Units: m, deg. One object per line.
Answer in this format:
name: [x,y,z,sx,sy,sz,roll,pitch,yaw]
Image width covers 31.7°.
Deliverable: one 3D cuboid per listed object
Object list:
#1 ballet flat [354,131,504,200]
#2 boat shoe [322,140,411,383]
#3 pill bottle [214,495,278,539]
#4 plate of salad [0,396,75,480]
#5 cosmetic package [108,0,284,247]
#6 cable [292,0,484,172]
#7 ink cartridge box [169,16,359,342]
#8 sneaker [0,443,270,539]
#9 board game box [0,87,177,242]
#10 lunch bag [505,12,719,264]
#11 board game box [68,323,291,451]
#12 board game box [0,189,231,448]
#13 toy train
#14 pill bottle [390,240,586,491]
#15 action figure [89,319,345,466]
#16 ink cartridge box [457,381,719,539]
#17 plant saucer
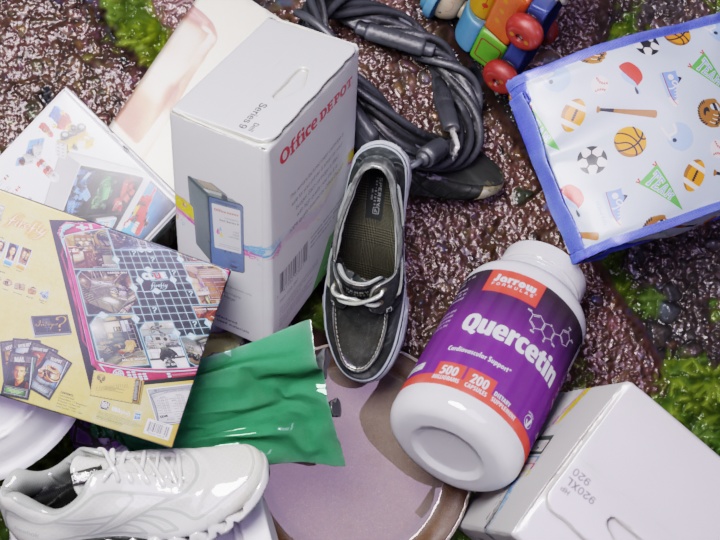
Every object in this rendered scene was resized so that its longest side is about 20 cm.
ballet flat: [0.026,-0.086,1.096,0.198,0.057,0.067,5,41,-9]
boat shoe: [0.000,0.000,0.996,0.071,0.071,0.202,6,109,12]
pill bottle: [-0.160,0.239,0.973,0.198,0.109,0.110,-16,84,-4]
plate of salad: [-0.291,0.055,0.913,0.198,0.048,0.202,0,90,-16]
cosmetic package: [-0.142,-0.126,1.044,0.087,0.103,0.201,33,77,-2]
cable: [0.026,-0.171,1.067,0.163,0.051,0.201,-24,73,-43]
ink cartridge box: [-0.070,-0.067,0.969,0.087,0.201,0.146,22,47,16]
sneaker: [-0.164,0.161,0.919,0.198,0.075,0.082,-15,127,-3]
board game box: [-0.244,-0.021,0.959,0.126,0.035,0.200,44,90,-1]
lunch bag: [0.231,-0.107,1.079,0.199,0.124,0.171,-18,83,-25]
board game box: [-0.138,0.104,1.027,0.199,0.032,0.121,-24,81,-3]
board game box: [-0.207,0.030,0.895,0.199,0.035,0.137,20,85,-16]
toy train: [0.121,-0.244,1.051,0.115,0.200,0.085,36,65,6]
pill bottle: [0.112,0.071,1.026,0.112,0.113,0.201,34,56,-2]
action figure: [-0.117,0.105,0.977,0.198,0.055,0.119,-9,101,11]
ink cartridge box: [0.190,0.190,0.992,0.147,0.200,0.145,39,79,-1]
plant saucer: [-0.005,0.161,1.056,0.198,0.032,0.202,1,81,-7]
